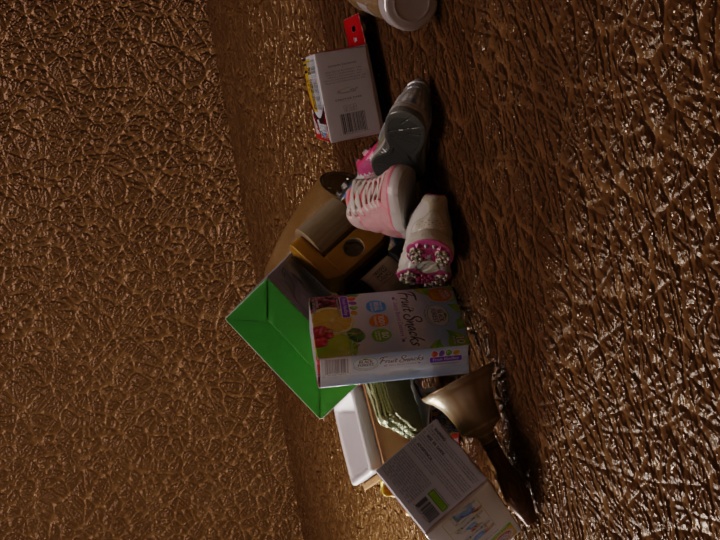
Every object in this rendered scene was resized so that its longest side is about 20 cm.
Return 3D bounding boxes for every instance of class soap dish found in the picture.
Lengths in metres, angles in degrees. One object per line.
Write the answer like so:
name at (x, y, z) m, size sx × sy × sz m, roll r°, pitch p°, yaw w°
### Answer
soap dish at (0.021, 0.263, 1.953) m, size 0.200 × 0.081 × 0.158 m, roll 122°, pitch 136°, yaw -70°

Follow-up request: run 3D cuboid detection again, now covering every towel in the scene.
towel at (0.038, 0.161, 1.719) m, size 0.200 × 0.036 × 0.149 m, roll 40°, pitch -148°, yaw -67°

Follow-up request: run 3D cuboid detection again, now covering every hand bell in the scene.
hand bell at (0.169, 0.226, 1.518) m, size 0.201 × 0.104 × 0.104 m, roll 62°, pitch 166°, yaw 7°

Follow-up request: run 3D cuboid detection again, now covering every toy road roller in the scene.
toy road roller at (0.000, 0.000, 1.811) m, size 0.200 × 0.123 × 0.146 m, roll 43°, pitch 165°, yaw 21°

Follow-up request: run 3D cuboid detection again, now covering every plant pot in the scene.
plant pot at (-0.047, -0.057, 2.011) m, size 0.187 × 0.185 × 0.201 m, roll -117°, pitch 38°, yaw -50°

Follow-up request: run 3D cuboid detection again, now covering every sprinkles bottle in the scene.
sprinkles bottle at (0.035, -0.347, 1.507) m, size 0.200 × 0.068 × 0.069 m, roll -128°, pitch 28°, yaw -66°

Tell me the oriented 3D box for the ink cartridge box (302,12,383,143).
ink cartridge box at (-0.034, -0.288, 1.819) m, size 0.200 × 0.083 × 0.177 m, roll -137°, pitch 35°, yaw -79°

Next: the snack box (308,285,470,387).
snack box at (0.035, 0.085, 1.592) m, size 0.143 × 0.199 × 0.053 m, roll -102°, pitch 9°, yaw -56°

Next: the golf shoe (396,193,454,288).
golf shoe at (0.092, -0.036, 1.613) m, size 0.200 × 0.075 × 0.092 m, roll 109°, pitch 168°, yaw -72°

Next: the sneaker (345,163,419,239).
sneaker at (0.023, -0.095, 1.634) m, size 0.200 × 0.104 × 0.076 m, roll 64°, pitch -139°, yaw -74°

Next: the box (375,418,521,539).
box at (0.115, 0.293, 1.531) m, size 0.113 × 0.101 × 0.200 m, roll 48°, pitch 175°, yaw 35°

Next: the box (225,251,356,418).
box at (-0.081, 0.092, 1.765) m, size 0.200 × 0.097 × 0.177 m, roll 47°, pitch -164°, yaw -3°

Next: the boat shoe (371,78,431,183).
boat shoe at (0.060, -0.176, 1.597) m, size 0.202 × 0.074 × 0.065 m, roll 96°, pitch -166°, yaw -65°

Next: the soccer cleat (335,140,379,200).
soccer cleat at (0.028, -0.133, 1.812) m, size 0.086 × 0.070 × 0.200 m, roll 44°, pitch 153°, yaw 4°

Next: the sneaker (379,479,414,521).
sneaker at (0.111, 0.350, 1.770) m, size 0.199 × 0.077 × 0.073 m, roll 22°, pitch 134°, yaw 41°

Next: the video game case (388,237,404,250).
video game case at (0.050, 0.000, 1.939) m, size 0.143 × 0.018 × 0.201 m, roll -115°, pitch 17°, yaw -48°

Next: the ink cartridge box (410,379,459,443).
ink cartridge box at (0.111, 0.239, 1.833) m, size 0.109 × 0.050 × 0.201 m, roll -117°, pitch 19°, yaw -51°
